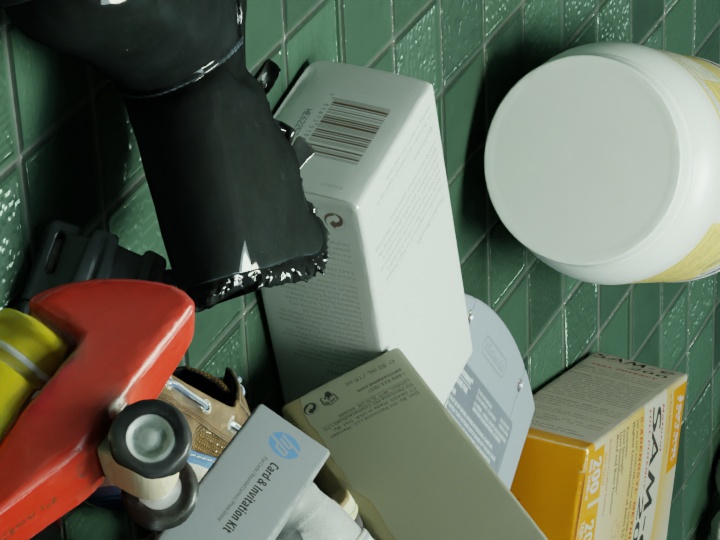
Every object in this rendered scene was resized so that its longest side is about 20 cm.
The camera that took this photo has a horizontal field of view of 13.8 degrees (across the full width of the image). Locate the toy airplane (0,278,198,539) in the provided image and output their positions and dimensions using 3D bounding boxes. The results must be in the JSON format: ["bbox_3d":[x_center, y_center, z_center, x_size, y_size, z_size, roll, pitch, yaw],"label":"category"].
[{"bbox_3d":[-0.173,0.076,1.123,0.200,0.141,0.199,-49,160,30],"label":"toy airplane"}]

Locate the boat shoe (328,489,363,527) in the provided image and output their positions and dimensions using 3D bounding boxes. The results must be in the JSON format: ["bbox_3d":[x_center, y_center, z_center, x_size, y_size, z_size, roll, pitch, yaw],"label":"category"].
[{"bbox_3d":[-0.027,0.163,1.458,0.072,0.065,0.200,-37,173,-25],"label":"boat shoe"}]

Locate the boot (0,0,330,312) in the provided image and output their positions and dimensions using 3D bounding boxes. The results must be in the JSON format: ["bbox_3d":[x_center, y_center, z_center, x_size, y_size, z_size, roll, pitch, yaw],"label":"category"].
[{"bbox_3d":[-0.080,-0.063,1.263,0.198,0.073,0.163,-24,101,-70],"label":"boot"}]

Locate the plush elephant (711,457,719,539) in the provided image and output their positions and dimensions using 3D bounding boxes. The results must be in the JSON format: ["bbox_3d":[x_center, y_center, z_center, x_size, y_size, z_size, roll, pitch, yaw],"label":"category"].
[{"bbox_3d":[0.357,0.166,2.393,0.154,0.199,0.166,6,82,-45],"label":"plush elephant"}]

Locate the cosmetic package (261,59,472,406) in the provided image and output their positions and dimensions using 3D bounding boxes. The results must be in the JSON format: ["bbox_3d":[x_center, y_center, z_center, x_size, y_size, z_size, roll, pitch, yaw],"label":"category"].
[{"bbox_3d":[0.000,0.000,1.547,0.201,0.074,0.102,82,30,-43],"label":"cosmetic package"}]

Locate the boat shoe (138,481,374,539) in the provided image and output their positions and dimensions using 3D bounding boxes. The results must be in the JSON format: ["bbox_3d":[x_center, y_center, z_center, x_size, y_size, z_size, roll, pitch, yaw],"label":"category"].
[{"bbox_3d":[-0.072,0.142,1.351,0.072,0.200,0.069,-42,100,-37],"label":"boat shoe"}]

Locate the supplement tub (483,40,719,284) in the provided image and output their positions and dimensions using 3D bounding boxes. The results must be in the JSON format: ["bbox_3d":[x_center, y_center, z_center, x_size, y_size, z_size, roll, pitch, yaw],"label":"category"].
[{"bbox_3d":[0.166,-0.064,1.813,0.200,0.145,0.146,0,101,-67],"label":"supplement tub"}]

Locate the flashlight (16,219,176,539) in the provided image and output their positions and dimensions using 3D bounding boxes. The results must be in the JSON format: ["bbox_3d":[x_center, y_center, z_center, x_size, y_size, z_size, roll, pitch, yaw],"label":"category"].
[{"bbox_3d":[-0.130,0.085,1.282,0.068,0.068,0.201,48,57,-61],"label":"flashlight"}]

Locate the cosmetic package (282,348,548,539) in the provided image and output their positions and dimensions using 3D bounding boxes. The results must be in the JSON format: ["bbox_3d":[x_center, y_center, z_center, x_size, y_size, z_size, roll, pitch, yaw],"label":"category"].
[{"bbox_3d":[0.043,0.144,1.467,0.073,0.200,0.104,-26,135,-12],"label":"cosmetic package"}]

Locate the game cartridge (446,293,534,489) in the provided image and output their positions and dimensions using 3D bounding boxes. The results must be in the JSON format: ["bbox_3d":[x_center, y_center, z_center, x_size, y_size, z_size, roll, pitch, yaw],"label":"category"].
[{"bbox_3d":[0.052,0.088,1.762,0.134,0.040,0.200,-68,156,-15],"label":"game cartridge"}]

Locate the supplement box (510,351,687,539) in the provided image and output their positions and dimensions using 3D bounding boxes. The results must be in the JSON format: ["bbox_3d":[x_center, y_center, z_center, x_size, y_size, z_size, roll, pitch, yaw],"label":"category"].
[{"bbox_3d":[0.146,0.142,1.959,0.200,0.073,0.127,-28,127,-62],"label":"supplement box"}]

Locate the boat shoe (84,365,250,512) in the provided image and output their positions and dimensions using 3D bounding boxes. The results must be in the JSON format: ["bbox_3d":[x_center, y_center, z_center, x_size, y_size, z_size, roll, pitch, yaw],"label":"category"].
[{"bbox_3d":[-0.075,0.082,1.404,0.200,0.072,0.073,41,48,-75],"label":"boat shoe"}]

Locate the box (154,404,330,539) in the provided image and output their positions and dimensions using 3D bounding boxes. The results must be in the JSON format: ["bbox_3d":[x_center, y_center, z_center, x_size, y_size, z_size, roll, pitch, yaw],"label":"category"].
[{"bbox_3d":[-0.096,0.170,1.236,0.200,0.041,0.156,-57,177,37],"label":"box"}]
